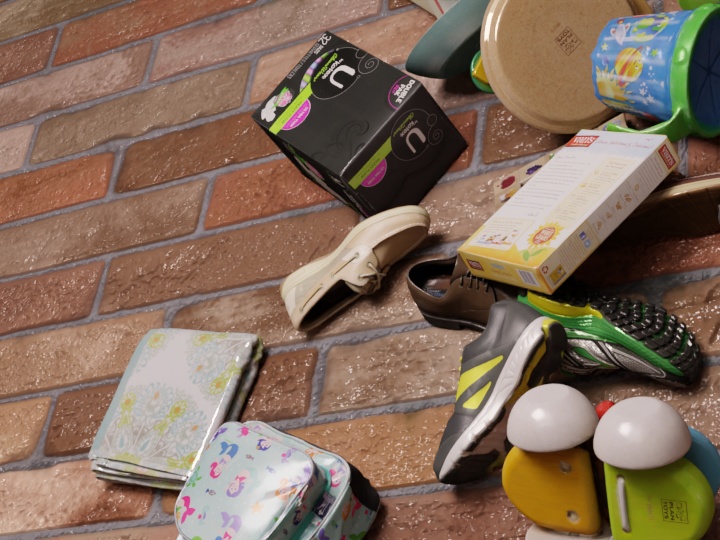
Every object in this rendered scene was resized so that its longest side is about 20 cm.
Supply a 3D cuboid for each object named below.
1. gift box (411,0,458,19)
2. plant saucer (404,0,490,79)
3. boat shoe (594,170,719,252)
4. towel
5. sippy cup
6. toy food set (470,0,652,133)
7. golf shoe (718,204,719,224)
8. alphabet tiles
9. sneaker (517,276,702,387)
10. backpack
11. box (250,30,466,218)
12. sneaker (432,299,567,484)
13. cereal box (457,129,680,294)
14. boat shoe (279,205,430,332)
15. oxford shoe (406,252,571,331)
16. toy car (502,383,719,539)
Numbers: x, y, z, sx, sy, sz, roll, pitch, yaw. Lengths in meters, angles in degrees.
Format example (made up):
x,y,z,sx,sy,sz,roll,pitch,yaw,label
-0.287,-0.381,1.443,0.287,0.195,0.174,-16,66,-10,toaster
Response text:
x,y,z,sx,sy,sz,roll,pitch,yaw,label
0.122,-0.418,1.819,0.184,0.200,0.187,-41,33,-1,gift box
0.141,-0.284,1.728,0.199,0.200,0.036,-38,81,5,plant saucer
0.310,-0.077,1.505,0.199,0.072,0.073,-17,48,34,boat shoe
-0.213,0.159,1.710,0.170,0.048,0.201,4,60,33,towel
0.319,-0.214,1.552,0.129,0.141,0.177,11,25,39,sippy cup
0.223,-0.253,1.637,0.201,0.197,0.049,-61,9,-5,toy food set
0.419,-0.026,1.382,0.199,0.078,0.095,8,63,40,golf shoe
0.217,-0.085,1.565,0.166,0.008,0.201,-28,25,18,alphabet tiles
0.242,0.070,1.447,0.199,0.086,0.078,23,30,32,sneaker
-0.099,0.262,1.484,0.177,0.150,0.201,18,74,41,backpack
-0.003,-0.167,1.754,0.149,0.124,0.200,-49,45,-5,box
0.127,0.119,1.453,0.085,0.074,0.201,43,105,41,sneaker
0.208,-0.064,1.478,0.200,0.040,0.144,-43,24,-16,cereal box
0.000,0.000,1.667,0.199,0.072,0.065,-32,53,14,boat shoe
0.133,0.021,1.544,0.198,0.085,0.073,-2,55,32,oxford shoe
0.233,0.181,1.319,0.199,0.177,0.150,5,24,38,toy car
